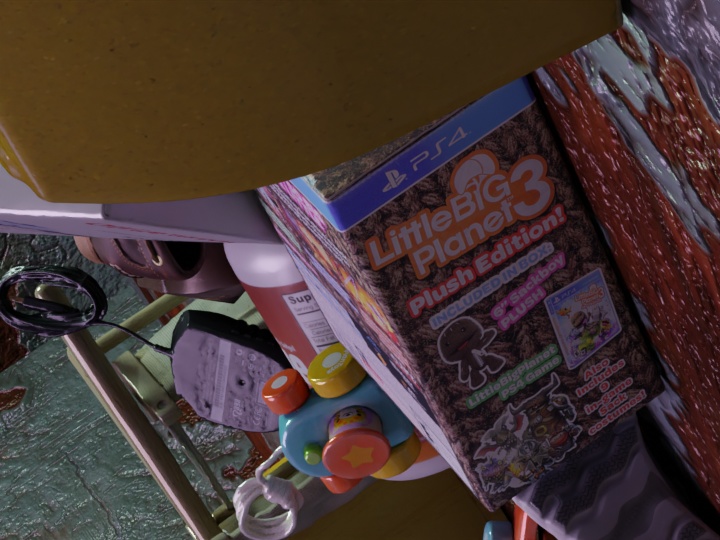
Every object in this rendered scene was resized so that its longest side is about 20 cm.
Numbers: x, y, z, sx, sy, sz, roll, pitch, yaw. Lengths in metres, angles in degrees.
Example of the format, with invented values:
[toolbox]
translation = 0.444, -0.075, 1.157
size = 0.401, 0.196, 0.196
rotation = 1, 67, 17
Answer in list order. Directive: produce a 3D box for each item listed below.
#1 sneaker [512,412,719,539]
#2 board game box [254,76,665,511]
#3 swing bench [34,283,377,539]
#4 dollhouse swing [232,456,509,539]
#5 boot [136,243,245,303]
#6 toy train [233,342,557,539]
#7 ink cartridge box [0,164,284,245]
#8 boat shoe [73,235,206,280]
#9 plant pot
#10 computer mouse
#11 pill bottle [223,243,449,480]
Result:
[sneaker]
translation = 0.110, 0.107, 1.321
size = 0.200, 0.075, 0.082
rotation = 55, 171, 1
[board game box]
translation = 0.025, -0.025, 1.203
size = 0.159, 0.097, 0.200
rotation = 47, 169, 49
[swing bench]
translation = -0.045, 0.051, 1.589
size = 0.200, 0.199, 0.130
rotation = 54, 173, 18
[dollhouse swing]
translation = -0.002, 0.180, 1.973
size = 0.200, 0.176, 0.182
rotation = 56, 172, -11
[boot]
translation = -0.132, -0.071, 1.505
size = 0.186, 0.064, 0.200
rotation = -1, 107, 53
[toy train]
translation = 0.041, 0.109, 1.382
size = 0.056, 0.200, 0.150
rotation = -99, 18, -60
[ink cartridge box]
translation = -0.149, -0.061, 1.283
size = 0.200, 0.086, 0.146
rotation = 5, 178, 34
[boat shoe]
translation = -0.112, -0.091, 1.395
size = 0.070, 0.070, 0.200
rotation = 15, 122, 44
[plant pot]
translation = -0.064, -0.138, 0.887
size = 0.194, 0.200, 0.196
rotation = 50, 170, 36
[computer mouse]
translation = -0.109, 0.037, 1.516
size = 0.200, 0.034, 0.059
rotation = 21, 120, 17
[pill bottle]
translation = 0.000, 0.000, 1.418
size = 0.200, 0.112, 0.112
rotation = 59, 172, -25
